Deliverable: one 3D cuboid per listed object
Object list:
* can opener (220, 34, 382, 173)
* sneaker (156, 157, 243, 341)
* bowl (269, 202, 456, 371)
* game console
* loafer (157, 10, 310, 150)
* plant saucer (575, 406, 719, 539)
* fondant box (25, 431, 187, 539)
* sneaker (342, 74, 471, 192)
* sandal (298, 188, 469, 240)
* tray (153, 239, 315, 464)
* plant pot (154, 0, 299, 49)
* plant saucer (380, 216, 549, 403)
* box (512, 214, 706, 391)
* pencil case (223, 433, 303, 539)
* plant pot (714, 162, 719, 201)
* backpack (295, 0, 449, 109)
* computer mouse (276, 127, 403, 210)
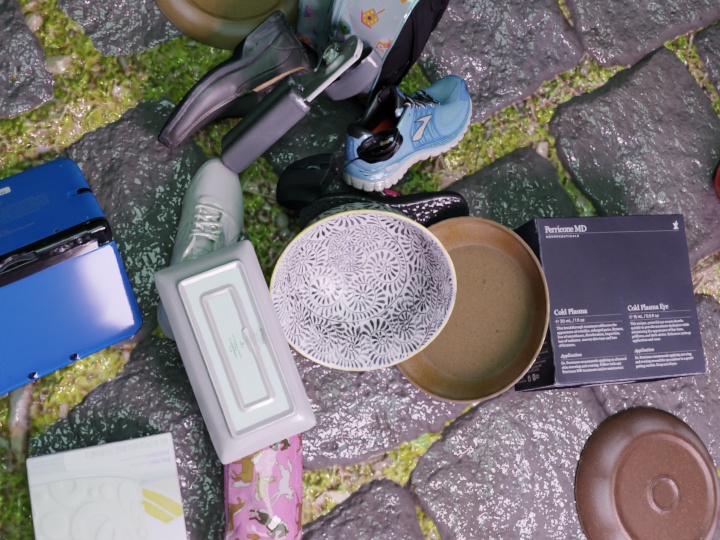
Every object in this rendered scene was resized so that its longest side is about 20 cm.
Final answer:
[{"bbox_3d":[-0.062,-0.170,1.043,0.067,0.199,0.054,38,25,-30],"label":"can opener"},{"bbox_3d":[-0.163,-0.027,1.040,0.069,0.080,0.204,14,74,-11],"label":"sneaker"},{"bbox_3d":[0.000,0.000,1.058,0.197,0.203,0.095,13,31,-13],"label":"bowl"},{"bbox_3d":[-0.350,0.007,1.010,0.197,0.119,0.172,-24,55,-19],"label":"game console"},{"bbox_3d":[-0.138,-0.197,1.084,0.200,0.073,0.072,-45,104,-9],"label":"loafer"},{"bbox_3d":[0.349,0.263,1.158,0.196,0.037,0.205,4,78,-17],"label":"plant saucer"},{"bbox_3d":[-0.243,0.273,0.968,0.141,0.058,0.204,-8,83,-18],"label":"fondant box"},{"bbox_3d":[0.057,-0.171,1.106,0.078,0.091,0.199,26,51,33],"label":"sneaker"},{"bbox_3d":[0.025,-0.061,1.114,0.196,0.045,0.076,-4,121,-13],"label":"sandal"},{"bbox_3d":[-0.123,0.078,0.977,0.106,0.022,0.203,-20,85,-17],"label":"tray"},{"bbox_3d":[-0.151,-0.357,1.135,0.196,0.027,0.204,4,78,-16],"label":"plant pot"},{"bbox_3d":[0.117,0.044,1.085,0.197,0.035,0.205,-4,82,27],"label":"plant saucer"},{"bbox_3d":[0.276,0.038,1.135,0.196,0.104,0.186,-1,80,-18],"label":"box"},{"bbox_3d":[-0.103,0.211,1.010,0.085,0.083,0.204,-5,80,16],"label":"pencil case"},{"bbox_3d":[0.575,-0.101,1.225,0.177,0.200,0.202,39,71,-16],"label":"plant pot"},{"bbox_3d":[0.022,-0.304,1.084,0.152,0.200,0.177,37,72,-6],"label":"backpack"},{"bbox_3d":[-0.029,-0.113,1.039,0.034,0.198,0.059,42,50,-24],"label":"computer mouse"}]
